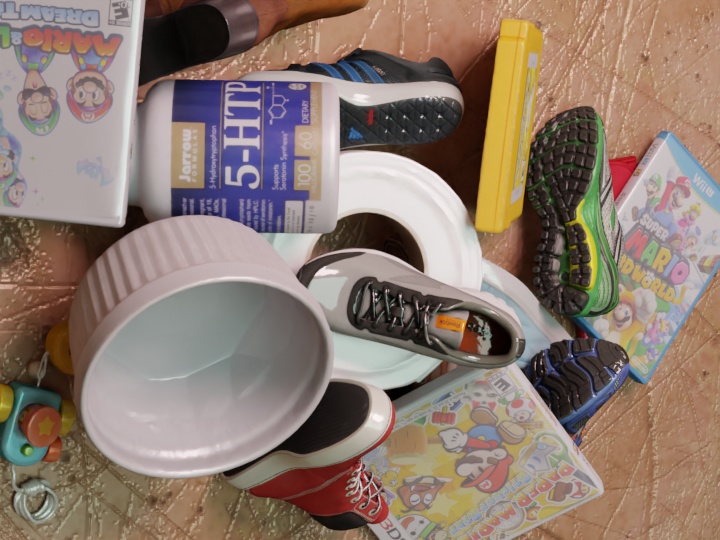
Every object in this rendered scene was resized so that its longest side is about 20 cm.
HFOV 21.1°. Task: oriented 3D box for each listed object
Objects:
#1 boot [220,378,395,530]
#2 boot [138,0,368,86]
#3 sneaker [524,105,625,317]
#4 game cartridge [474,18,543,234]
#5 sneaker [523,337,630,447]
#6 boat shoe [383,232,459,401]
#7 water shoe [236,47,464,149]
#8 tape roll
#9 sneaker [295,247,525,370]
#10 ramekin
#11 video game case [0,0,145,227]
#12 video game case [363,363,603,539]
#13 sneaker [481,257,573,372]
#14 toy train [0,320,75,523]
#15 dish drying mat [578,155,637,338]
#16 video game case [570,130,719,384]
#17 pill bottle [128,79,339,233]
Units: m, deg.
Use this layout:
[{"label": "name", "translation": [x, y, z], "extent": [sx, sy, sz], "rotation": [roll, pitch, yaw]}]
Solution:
[{"label": "boot", "translation": [-0.005, 0.161, 1.621], "extent": [0.144, 0.200, 0.073], "rotation": [30, 55, -27]}, {"label": "boot", "translation": [-0.117, -0.202, 1.538], "extent": [0.200, 0.188, 0.069], "rotation": [-29, 103, -54]}, {"label": "sneaker", "translation": [0.201, -0.053, 1.777], "extent": [0.085, 0.078, 0.201], "rotation": [17, 72, -51]}, {"label": "game cartridge", "translation": [0.130, -0.125, 1.670], "extent": [0.032, 0.200, 0.177], "rotation": [7, 96, 6]}, {"label": "sneaker", "translation": [0.178, 0.127, 1.759], "extent": [0.078, 0.200, 0.076], "rotation": [10, 50, -38]}, {"label": "boat shoe", "translation": [0.044, 0.066, 1.708], "extent": [0.071, 0.076, 0.201], "rotation": [-18, 106, -27]}, {"label": "water shoe", "translation": [-0.013, -0.148, 1.640], "extent": [0.199, 0.079, 0.072], "rotation": [4, 129, -11]}, {"label": "tape roll", "translation": [0.000, 0.000, 1.625], "extent": [0.201, 0.071, 0.204], "rotation": [-1, 93, -10]}, {"label": "sneaker", "translation": [0.043, 0.031, 1.560], "extent": [0.199, 0.079, 0.074], "rotation": [15, 93, -9]}, {"label": "ramekin", "translation": [-0.129, 0.052, 1.477], "extent": [0.199, 0.105, 0.201], "rotation": [-12, 132, -14]}, {"label": "video game case", "translation": [-0.266, -0.133, 1.443], "extent": [0.199, 0.024, 0.183], "rotation": [6, 96, -1]}, {"label": "video game case", "translation": [0.086, 0.176, 1.715], "extent": [0.199, 0.023, 0.182], "rotation": [-29, 119, 16]}, {"label": "sneaker", "translation": [0.118, 0.051, 1.751], "extent": [0.200, 0.074, 0.082], "rotation": [40, 74, -30]}, {"label": "toy train", "translation": [-0.210, 0.111, 1.563], "extent": [0.200, 0.056, 0.151], "rotation": [-41, 117, -21]}, {"label": "dish drying mat", "translation": [0.238, -0.006, 1.850], "extent": [0.076, 0.018, 0.201], "rotation": [-9, 104, -30]}, {"label": "video game case", "translation": [0.281, -0.012, 1.855], "extent": [0.143, 0.018, 0.200], "rotation": [42, 74, -30]}, {"label": "pill bottle", "translation": [-0.117, -0.089, 1.515], "extent": [0.199, 0.120, 0.120], "rotation": [0, 100, -3]}]
